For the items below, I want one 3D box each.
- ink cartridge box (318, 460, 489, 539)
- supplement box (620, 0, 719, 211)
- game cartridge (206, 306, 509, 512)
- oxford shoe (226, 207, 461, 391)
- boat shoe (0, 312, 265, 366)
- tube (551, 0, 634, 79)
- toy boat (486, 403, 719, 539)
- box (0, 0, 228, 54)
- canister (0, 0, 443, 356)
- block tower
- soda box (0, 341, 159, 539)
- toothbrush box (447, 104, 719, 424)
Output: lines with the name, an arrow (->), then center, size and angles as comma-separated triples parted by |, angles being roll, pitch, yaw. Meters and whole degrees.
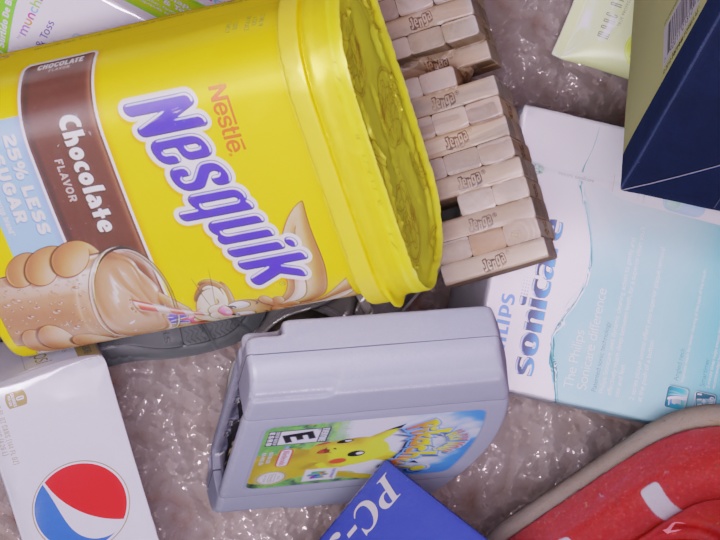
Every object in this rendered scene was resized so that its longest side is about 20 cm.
ink cartridge box -> -0.014, 0.197, 0.952 | 0.094, 0.044, 0.200 | 35, 81, 36
supplement box -> 0.213, -0.154, 0.899 | 0.134, 0.200, 0.200 | 12, 59, -6
game cartridge -> 0.000, 0.072, 0.966 | 0.133, 0.200, 0.041 | -8, 68, -12
oxford shoe -> 0.000, 0.000, 1.039 | 0.075, 0.058, 0.200 | 34, 80, -6
boat shoe -> -0.148, 0.015, 1.012 | 0.202, 0.065, 0.075 | -10, 109, -6
tube -> 0.207, -0.111, 1.091 | 0.200, 0.052, 0.058 | 24, 43, -5
toy boat -> 0.158, 0.162, 0.992 | 0.200, 0.131, 0.131 | -37, 127, 16
box -> -0.114, -0.105, 0.974 | 0.200, 0.113, 0.101 | 27, 121, -10
canister -> -0.079, -0.043, 0.892 | 0.200, 0.087, 0.149 | -11, 119, 16
block tower -> 0.041, -0.094, 0.979 | 0.058, 0.054, 0.200 | -16, 85, 11
soda box -> -0.132, 0.129, 0.975 | 0.064, 0.068, 0.200 | -18, 109, -11
toothbrush box -> 0.154, 0.008, 1.054 | 0.200, 0.085, 0.147 | 11, 86, -11
